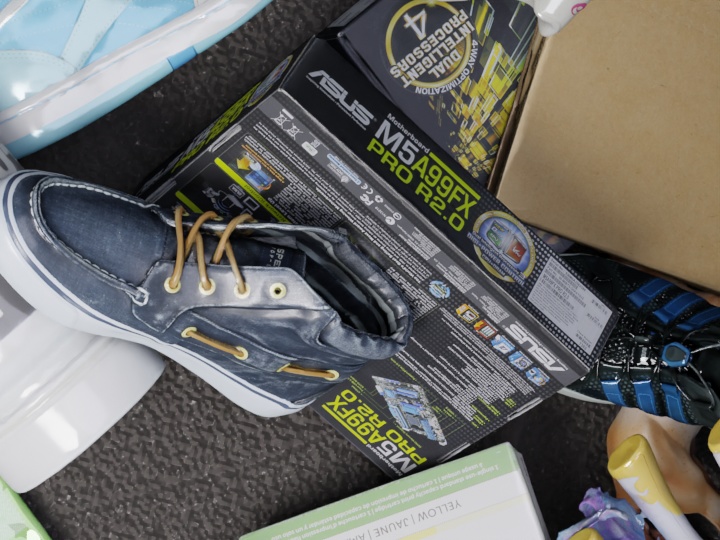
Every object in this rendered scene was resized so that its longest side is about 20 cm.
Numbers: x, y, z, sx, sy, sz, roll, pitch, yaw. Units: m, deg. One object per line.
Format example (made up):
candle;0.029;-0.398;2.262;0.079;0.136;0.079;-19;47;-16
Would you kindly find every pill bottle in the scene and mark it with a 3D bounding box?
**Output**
pill bottle;-0.190;-0.001;1.318;0.113;0.113;0.200;-42;99;-11

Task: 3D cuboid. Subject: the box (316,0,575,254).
box;0.102;-0.117;1.434;0.200;0.049;0.161;-40;104;-12

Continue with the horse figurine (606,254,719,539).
horse figurine;0.174;0.073;1.454;0.132;0.050;0.201;15;86;-17

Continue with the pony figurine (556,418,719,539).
pony figurine;0.191;0.165;1.364;0.200;0.167;0.193;40;115;-20

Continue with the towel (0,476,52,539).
towel;-0.254;0.149;1.347;0.200;0.031;0.149;-36;100;-12

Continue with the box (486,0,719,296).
box;0.174;-0.075;1.421;0.199;0.021;0.164;19;86;-18

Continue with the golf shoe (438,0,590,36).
golf shoe;0.033;-0.183;1.362;0.199;0.077;0.088;22;71;19

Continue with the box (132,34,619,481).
box;0.000;0.000;1.350;0.200;0.160;0.044;42;49;-11

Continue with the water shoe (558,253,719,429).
water shoe;0.159;0.038;1.384;0.199;0.079;0.072;18;81;-11

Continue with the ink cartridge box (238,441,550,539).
ink cartridge box;0.040;0.202;1.377;0.145;0.048;0.201;-20;79;4

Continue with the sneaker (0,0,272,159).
sneaker;-0.121;-0.155;1.358;0.200;0.080;0.131;-34;99;-14

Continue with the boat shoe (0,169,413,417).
boat shoe;-0.071;-0.003;1.283;0.200;0.091;0.071;29;49;-34
